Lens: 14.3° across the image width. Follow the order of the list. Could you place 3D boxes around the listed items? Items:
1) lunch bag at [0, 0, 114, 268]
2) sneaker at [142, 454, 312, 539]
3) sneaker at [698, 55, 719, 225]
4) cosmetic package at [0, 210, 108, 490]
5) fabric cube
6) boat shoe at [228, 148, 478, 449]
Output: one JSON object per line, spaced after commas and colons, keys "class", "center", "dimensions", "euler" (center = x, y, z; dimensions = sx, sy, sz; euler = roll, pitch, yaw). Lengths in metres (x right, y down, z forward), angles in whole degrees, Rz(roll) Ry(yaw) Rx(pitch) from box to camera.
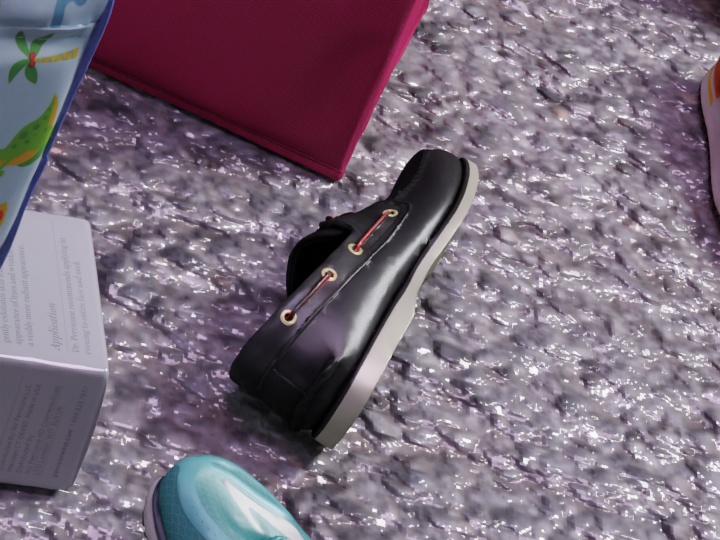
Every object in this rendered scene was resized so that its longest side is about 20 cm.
{"class": "lunch bag", "center": [-0.182, -0.090, 1.088], "dimensions": [0.082, 0.201, 0.161], "euler": [-5, 44, -42]}
{"class": "sneaker", "center": [-0.007, 0.137, 1.119], "dimensions": [0.077, 0.080, 0.200], "euler": [-17, 51, -42]}
{"class": "sneaker", "center": [0.229, -0.078, 1.519], "dimensions": [0.070, 0.090, 0.201], "euler": [12, 37, -15]}
{"class": "cosmetic package", "center": [-0.207, 0.021, 1.163], "dimensions": [0.199, 0.074, 0.102], "euler": [8, 38, -17]}
{"class": "fabric cube", "center": [-0.042, -0.205, 1.437], "dimensions": [0.195, 0.200, 0.200], "euler": [24, 35, 0]}
{"class": "boat shoe", "center": [0.001, -0.002, 1.306], "dimensions": [0.063, 0.074, 0.202], "euler": [32, 40, -1]}
